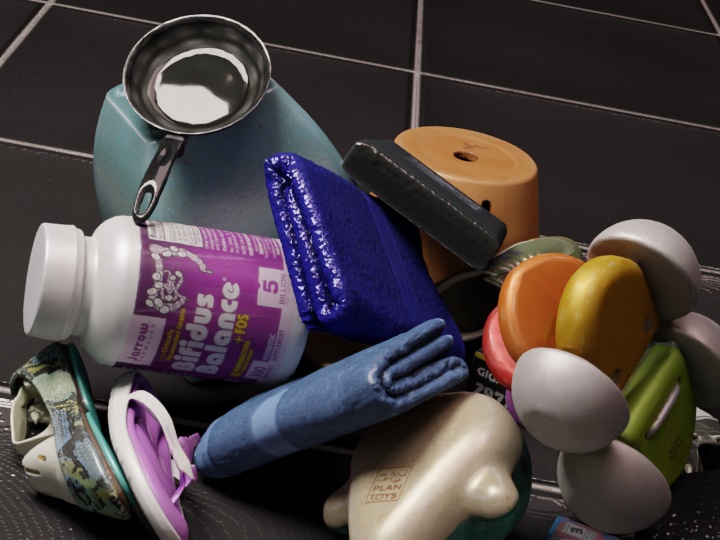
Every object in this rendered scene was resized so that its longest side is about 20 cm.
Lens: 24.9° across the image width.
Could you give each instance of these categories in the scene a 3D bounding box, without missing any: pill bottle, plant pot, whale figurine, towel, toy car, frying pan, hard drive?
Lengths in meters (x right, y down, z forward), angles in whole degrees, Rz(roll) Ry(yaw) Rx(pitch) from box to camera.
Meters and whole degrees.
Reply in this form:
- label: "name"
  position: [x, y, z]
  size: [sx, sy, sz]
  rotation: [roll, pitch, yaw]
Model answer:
- label: "pill bottle"
  position: [-0.144, 0.020, 1.211]
  size: [0.199, 0.113, 0.112]
  rotation: [8, 24, -19]
- label: "plant pot"
  position: [0.085, -0.046, 1.542]
  size: [0.199, 0.141, 0.200]
  rotation: [9, 25, -4]
- label: "whale figurine"
  position: [0.046, 0.175, 1.116]
  size: [0.158, 0.104, 0.200]
  rotation: [-11, 33, 34]
- label: "towel"
  position: [-0.027, 0.094, 1.163]
  size: [0.199, 0.049, 0.111]
  rotation: [-24, -1, 40]
- label: "toy car"
  position: [0.160, 0.071, 1.143]
  size: [0.149, 0.201, 0.175]
  rotation: [5, 47, 42]
- label: "frying pan"
  position: [-0.120, -0.116, 1.235]
  size: [0.114, 0.031, 0.191]
  rotation: [-8, 59, -2]
- label: "plant pot"
  position: [-0.117, -0.069, 1.355]
  size: [0.195, 0.201, 0.196]
  rotation: [-27, 36, -14]
- label: "towel"
  position: [0.000, 0.000, 1.237]
  size: [0.200, 0.049, 0.148]
  rotation: [26, 38, -58]
- label: "hard drive"
  position: [0.058, -0.059, 1.357]
  size: [0.139, 0.033, 0.200]
  rotation: [37, 7, 3]

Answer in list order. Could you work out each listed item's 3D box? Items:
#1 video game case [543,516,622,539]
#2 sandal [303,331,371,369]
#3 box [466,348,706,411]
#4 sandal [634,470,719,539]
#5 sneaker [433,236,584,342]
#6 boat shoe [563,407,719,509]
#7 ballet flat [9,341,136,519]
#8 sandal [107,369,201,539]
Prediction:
- label: "video game case"
  position: [0.208, 0.241, 1.120]
  size: [0.199, 0.018, 0.143]
  rotation: [19, 25, 16]
- label: "sandal"
  position: [-0.027, 0.031, 1.411]
  size: [0.077, 0.070, 0.211]
  rotation: [-13, 34, -42]
- label: "box"
  position: [0.209, 0.091, 1.411]
  size: [0.159, 0.050, 0.200]
  rotation: [27, 28, 27]
- label: "sandal"
  position: [0.217, 0.207, 1.134]
  size: [0.075, 0.048, 0.200]
  rotation: [24, 40, 23]
- label: "sneaker"
  position: [0.121, 0.022, 1.423]
  size: [0.199, 0.068, 0.090]
  rotation: [-20, 5, -18]
- label: "boat shoe"
  position: [0.234, 0.151, 1.262]
  size: [0.063, 0.071, 0.199]
  rotation: [29, 28, 36]
- label: "ballet flat"
  position: [-0.210, 0.123, 1.156]
  size: [0.074, 0.075, 0.200]
  rotation: [1, 24, -21]
- label: "sandal"
  position: [-0.140, 0.119, 1.148]
  size: [0.050, 0.083, 0.203]
  rotation: [-31, 29, 1]
